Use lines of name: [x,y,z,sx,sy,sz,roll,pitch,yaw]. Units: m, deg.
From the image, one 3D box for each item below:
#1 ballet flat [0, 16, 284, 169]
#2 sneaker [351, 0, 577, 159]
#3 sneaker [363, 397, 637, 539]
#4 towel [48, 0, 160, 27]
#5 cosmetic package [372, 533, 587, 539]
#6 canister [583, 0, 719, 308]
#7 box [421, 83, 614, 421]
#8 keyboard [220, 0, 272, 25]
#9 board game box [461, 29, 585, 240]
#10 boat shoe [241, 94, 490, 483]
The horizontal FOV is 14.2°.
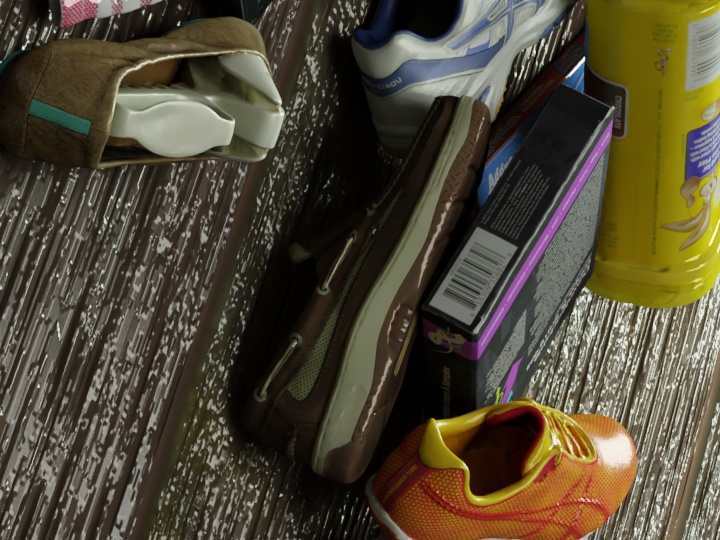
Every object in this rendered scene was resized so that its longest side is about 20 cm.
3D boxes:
ballet flat: [-0.079,-0.072,1.263,0.200,0.072,0.068,-8,116,-61]
sneaker: [0.059,-0.151,1.496,0.201,0.075,0.088,-64,143,-35]
sneaker: [0.088,0.100,1.463,0.200,0.077,0.073,-9,58,-53]
towel: [-0.057,-0.197,1.251,0.199,0.030,0.147,-19,112,-27]
cosmetic package: [0.054,0.195,1.526,0.200,0.051,0.152,-24,123,-57]
canister: [0.169,-0.103,1.591,0.149,0.086,0.201,-64,159,-46]
box: [0.079,0.010,1.490,0.143,0.036,0.200,-58,165,-21]
keyboard: [-0.004,-0.196,1.365,0.200,0.021,0.127,-53,172,-10]
board game box: [0.108,-0.054,1.649,0.200,0.019,0.103,-46,133,-48]
boat shoe: [0.000,-0.002,1.404,0.075,0.074,0.203,82,29,-68]
